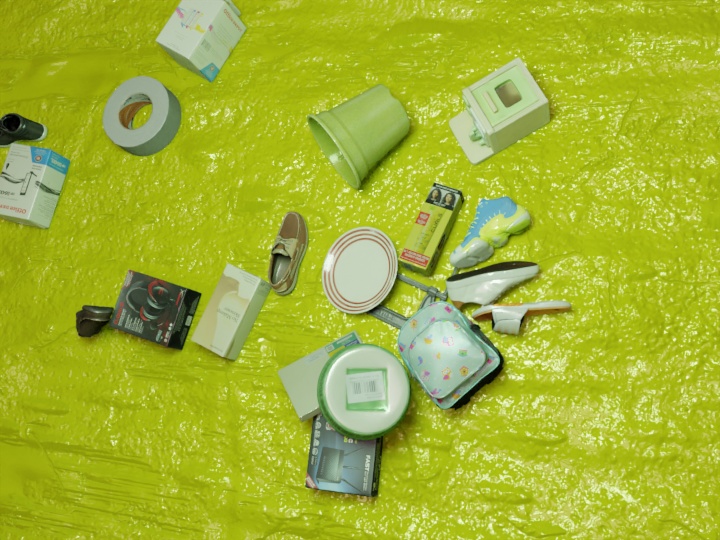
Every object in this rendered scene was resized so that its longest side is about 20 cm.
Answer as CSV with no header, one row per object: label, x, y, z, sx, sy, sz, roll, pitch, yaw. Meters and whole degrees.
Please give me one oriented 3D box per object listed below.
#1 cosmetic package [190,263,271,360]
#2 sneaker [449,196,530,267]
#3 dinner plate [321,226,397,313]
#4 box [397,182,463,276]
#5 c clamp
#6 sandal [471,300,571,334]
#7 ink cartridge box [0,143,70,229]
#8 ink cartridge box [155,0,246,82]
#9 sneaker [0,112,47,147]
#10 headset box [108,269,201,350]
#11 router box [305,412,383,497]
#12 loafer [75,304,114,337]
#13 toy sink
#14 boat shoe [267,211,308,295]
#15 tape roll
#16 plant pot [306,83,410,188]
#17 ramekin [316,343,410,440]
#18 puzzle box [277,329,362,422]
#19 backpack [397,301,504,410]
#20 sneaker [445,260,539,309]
cosmetic package,-0.303,0.098,1.705,0.105,0.071,0.201,22,84,20
sneaker,0.267,-0.090,1.584,0.199,0.076,0.105,-31,58,0
dinner plate,0.000,0.000,1.645,0.199,0.024,0.202,-11,70,30
box,0.157,-0.092,1.606,0.075,0.050,0.201,21,76,22
c clamp,0.100,0.045,1.622,0.199,0.027,0.172,19,88,19
sandal,0.334,0.101,1.504,0.205,0.079,0.060,-6,72,14
ink cartridge box,-0.895,-0.228,1.962,0.145,0.084,0.202,10,79,19
ink cartridge box,-0.405,-0.624,1.886,0.125,0.129,0.201,31,86,22
sneaker,-0.988,-0.396,2.025,0.198,0.099,0.071,-3,77,18
headset box,-0.509,0.093,1.768,0.199,0.075,0.150,16,83,20
router box,-0.030,0.374,1.557,0.149,0.062,0.202,2,77,17
loafer,-0.647,0.127,1.765,0.073,0.200,0.072,6,77,-28
toy sink,0.299,-0.351,1.609,0.199,0.112,0.131,-29,70,9
boat shoe,-0.172,-0.045,1.700,0.075,0.072,0.202,3,77,18
tape roll,-0.578,-0.408,1.919,0.199,0.066,0.202,-4,75,16
plant pot,0.008,-0.322,1.665,0.184,0.201,0.201,-36,69,-7
ramekin,0.010,0.245,1.482,0.198,0.098,0.202,1,79,-3
puzzle box,-0.067,0.227,1.577,0.199,0.026,0.133,-27,51,-7
backpack,0.173,0.167,1.501,0.176,0.153,0.200,-43,64,9
sneaker,0.287,0.035,1.553,0.198,0.073,0.085,-13,104,7
